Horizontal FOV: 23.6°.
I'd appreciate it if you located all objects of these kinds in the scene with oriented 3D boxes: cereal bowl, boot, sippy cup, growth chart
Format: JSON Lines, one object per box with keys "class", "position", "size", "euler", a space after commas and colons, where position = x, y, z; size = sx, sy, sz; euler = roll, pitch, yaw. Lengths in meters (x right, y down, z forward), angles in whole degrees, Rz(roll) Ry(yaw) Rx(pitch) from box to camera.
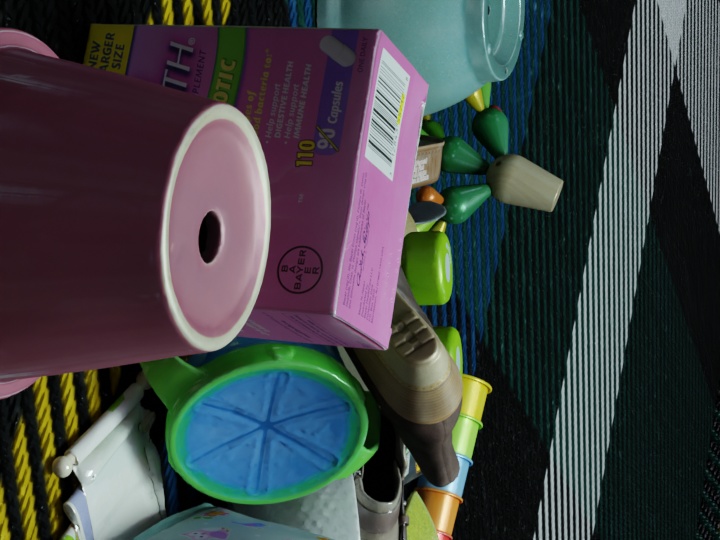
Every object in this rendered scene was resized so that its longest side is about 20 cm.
{"class": "cereal bowl", "position": [-0.054, 0.211, 1.283], "size": [0.200, 0.083, 0.200], "euler": [177, -90, -80]}
{"class": "boot", "position": [0.007, 0.042, 1.196], "size": [0.200, 0.072, 0.166], "euler": [57, -13, 32]}
{"class": "sippy cup", "position": [-0.070, 0.069, 1.185], "size": [0.130, 0.139, 0.178], "euler": [-103, 175, -49]}
{"class": "boot", "position": [0.004, 0.154, 1.377], "size": [0.146, 0.070, 0.200], "euler": [103, -17, -47]}
{"class": "growth chart", "position": [-0.162, 0.184, 1.143], "size": [0.145, 0.018, 0.200], "euler": [-42, 133, -60]}

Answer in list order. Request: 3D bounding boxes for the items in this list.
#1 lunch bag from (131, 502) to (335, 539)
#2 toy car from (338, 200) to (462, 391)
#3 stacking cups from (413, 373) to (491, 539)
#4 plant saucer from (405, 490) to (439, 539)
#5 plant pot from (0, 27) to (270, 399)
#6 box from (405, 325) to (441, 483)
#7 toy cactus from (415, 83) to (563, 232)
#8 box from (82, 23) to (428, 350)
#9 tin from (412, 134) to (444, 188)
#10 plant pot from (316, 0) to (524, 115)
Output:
{"class": "lunch bag", "position": [-0.083, 0.232, 1.100], "size": [0.200, 0.170, 0.122], "euler": [-9, 109, -67]}
{"class": "toy car", "position": [0.000, 0.000, 1.351], "size": [0.200, 0.164, 0.158], "euler": [-72, 157, -59]}
{"class": "stacking cups", "position": [0.078, 0.202, 1.714], "size": [0.061, 0.060, 0.200], "euler": [53, 49, -59]}
{"class": "plant saucer", "position": [0.009, 0.315, 1.438], "size": [0.200, 0.048, 0.200], "euler": [114, 0, -48]}
{"class": "plant pot", "position": [-0.153, -0.028, 0.907], "size": [0.200, 0.179, 0.200], "euler": [3, 90, -69]}
{"class": "box", "position": [0.034, 0.125, 1.585], "size": [0.200, 0.040, 0.137], "euler": [-10, 104, -72]}
{"class": "toy cactus", "position": [0.101, -0.089, 1.581], "size": [0.102, 0.165, 0.200], "euler": [100, 15, -50]}
{"class": "box", "position": [-0.076, -0.053, 1.065], "size": [0.097, 0.200, 0.176], "euler": [36, 61, -64]}
{"class": "tin", "position": [-0.004, -0.088, 1.365], "size": [0.200, 0.112, 0.042], "euler": [-18, 111, -66]}
{"class": "plant pot", "position": [0.062, -0.224, 1.478], "size": [0.200, 0.134, 0.201], "euler": [4, 90, -69]}
